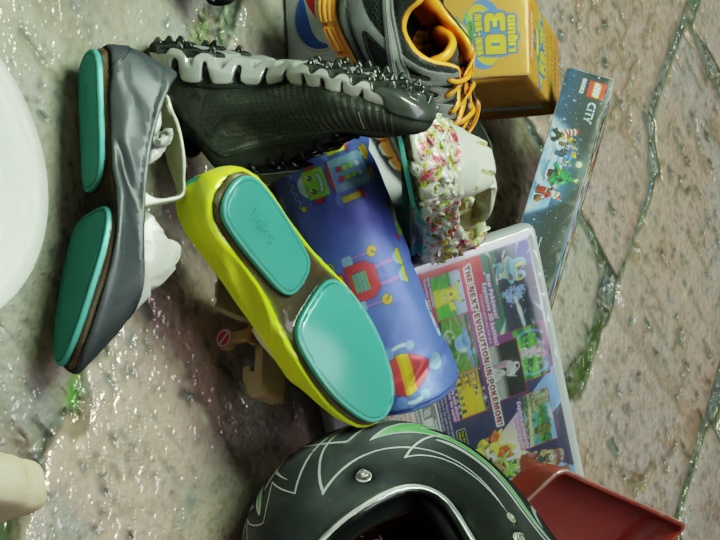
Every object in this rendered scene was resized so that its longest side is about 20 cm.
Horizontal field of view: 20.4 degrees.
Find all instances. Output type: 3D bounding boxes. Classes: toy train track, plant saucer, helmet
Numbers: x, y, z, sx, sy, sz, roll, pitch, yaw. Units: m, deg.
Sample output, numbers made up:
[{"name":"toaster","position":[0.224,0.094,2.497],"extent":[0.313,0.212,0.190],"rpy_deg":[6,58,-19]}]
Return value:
[{"name":"toy train track","position":[-0.066,-0.009,1.322],"extent":[0.115,0.032,0.200],"rpy_deg":[25,60,-48]},{"name":"plant saucer","position":[0.117,0.221,1.464],"extent":[0.200,0.200,0.037],"rpy_deg":[28,21,-50]},{"name":"helmet","position":[0.020,0.189,1.286],"extent":[0.200,0.191,0.200],"rpy_deg":[-54,173,-9]}]

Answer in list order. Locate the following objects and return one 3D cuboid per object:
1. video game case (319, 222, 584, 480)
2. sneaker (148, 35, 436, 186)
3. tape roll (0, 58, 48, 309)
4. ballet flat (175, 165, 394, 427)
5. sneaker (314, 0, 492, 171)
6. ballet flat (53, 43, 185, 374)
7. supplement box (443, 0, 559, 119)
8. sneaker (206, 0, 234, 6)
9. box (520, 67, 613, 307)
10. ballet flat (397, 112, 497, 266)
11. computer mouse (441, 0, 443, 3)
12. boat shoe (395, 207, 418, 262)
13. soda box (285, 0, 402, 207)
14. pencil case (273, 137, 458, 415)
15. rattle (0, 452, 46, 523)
[{"name":"video game case","position":[0.059,0.086,1.411],"extent":[0.182,0.023,0.200],"rpy_deg":[-18,106,-20]},{"name":"sneaker","position":[-0.044,-0.088,1.228],"extent":[0.066,0.200,0.091],"rpy_deg":[-14,112,-60]},{"name":"tape roll","position":[-0.247,-0.058,1.015],"extent":[0.203,0.037,0.203],"rpy_deg":[25,53,-39]},{"name":"ballet flat","position":[-0.049,0.016,1.244],"extent":[0.067,0.067,0.200],"rpy_deg":[-53,122,-32]},{"name":"sneaker","position":[0.045,-0.127,1.339],"extent":[0.200,0.077,0.078],"rpy_deg":[53,46,-39]},{"name":"ballet flat","position":[-0.136,-0.035,1.180],"extent":[0.073,0.073,0.200],"rpy_deg":[21,68,-52]},{"name":"supplement box","position":[0.106,-0.157,1.487],"extent":[0.200,0.069,0.067],"rpy_deg":[11,78,-77]},{"name":"sneaker","position":[-0.055,-0.238,1.329],"extent":[0.200,0.071,0.080],"rpy_deg":[-38,121,-43]},{"name":"box","position":[0.146,-0.038,1.533],"extent":[0.137,0.038,0.200],"rpy_deg":[75,32,-75]},{"name":"ballet flat","position":[0.056,-0.060,1.299],"extent":[0.200,0.064,0.076],"rpy_deg":[80,1,-74]},{"name":"computer mouse","position":[0.041,-0.128,1.471],"extent":[0.110,0.044,0.200],"rpy_deg":[-8,91,-68]},{"name":"boat shoe","position":[0.064,0.030,1.446],"extent":[0.066,0.070,0.200],"rpy_deg":[-9,98,-19]},{"name":"soda box","position":[-0.006,-0.142,1.388],"extent":[0.068,0.064,0.200],"rpy_deg":[-1,88,-55]},{"name":"pencil case","position":[0.000,0.000,1.313],"extent":[0.087,0.078,0.200],"rpy_deg":[-63,133,-78]},{"name":"rattle","position":[-0.250,0.071,0.975],"extent":[0.200,0.130,0.143],"rpy_deg":[11,82,-50]}]
